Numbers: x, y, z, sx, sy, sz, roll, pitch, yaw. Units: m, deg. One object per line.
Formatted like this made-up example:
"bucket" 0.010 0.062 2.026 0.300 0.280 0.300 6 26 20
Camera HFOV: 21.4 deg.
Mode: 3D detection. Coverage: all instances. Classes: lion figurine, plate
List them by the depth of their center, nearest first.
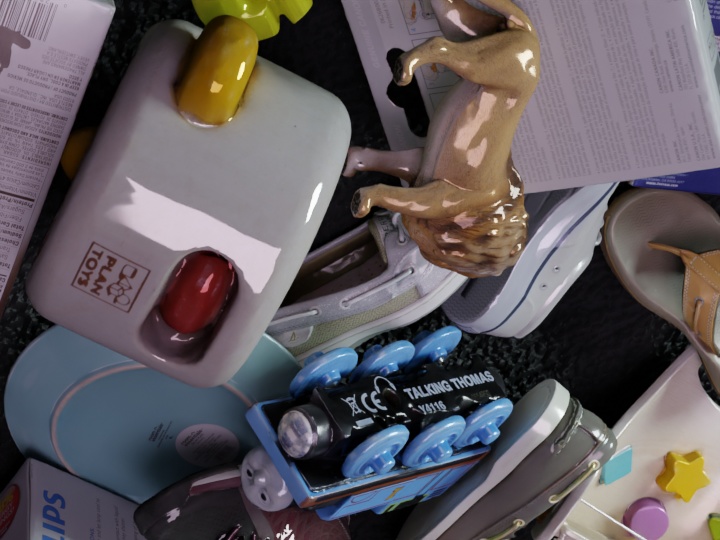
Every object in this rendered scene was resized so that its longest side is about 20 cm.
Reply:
"lion figurine" 0.061 -0.083 1.077 0.122 0.073 0.200 6 125 -21
"plate" -0.126 0.098 1.204 0.199 0.026 0.201 0 132 0

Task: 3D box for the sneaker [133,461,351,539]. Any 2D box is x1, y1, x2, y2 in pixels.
"sneaker" -0.053 0.189 1.209 0.076 0.116 0.200 -37 153 25

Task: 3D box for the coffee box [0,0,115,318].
"coffee box" -0.212 -0.089 1.070 0.079 0.114 0.200 16 114 -21

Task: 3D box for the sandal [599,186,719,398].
"sandal" 0.236 0.022 1.253 0.080 0.054 0.200 -41 105 -11

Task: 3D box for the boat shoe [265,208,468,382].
"boat shoe" -0.001 0.000 1.193 0.202 0.075 0.065 -32 125 12

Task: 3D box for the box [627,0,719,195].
"box" 0.246 -0.143 1.199 0.121 0.032 0.201 5 117 -17

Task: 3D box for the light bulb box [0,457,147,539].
"light bulb box" -0.181 0.259 1.239 0.200 0.125 0.198 28 118 -25

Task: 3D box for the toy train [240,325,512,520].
"toy train" 0.009 0.101 1.175 0.200 0.087 0.114 -9 148 -50

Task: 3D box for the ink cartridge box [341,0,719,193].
"ink cartridge box" 0.105 -0.124 1.111 0.199 0.050 0.163 -5 124 23

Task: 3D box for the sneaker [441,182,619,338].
"sneaker" 0.127 -0.043 1.213 0.071 0.073 0.200 20 112 -50

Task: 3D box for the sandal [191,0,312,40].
"sandal" -0.004 -0.202 1.061 0.199 0.087 0.080 -17 136 9

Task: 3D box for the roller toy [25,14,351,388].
"roller toy" -0.101 -0.040 1.062 0.139 0.200 0.183 26 81 -10

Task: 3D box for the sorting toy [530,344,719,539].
"sorting toy" 0.233 0.144 1.317 0.200 0.107 0.180 32 95 -19

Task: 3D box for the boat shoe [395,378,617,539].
"boat shoe" 0.090 0.151 1.265 0.060 0.072 0.202 35 128 -10
